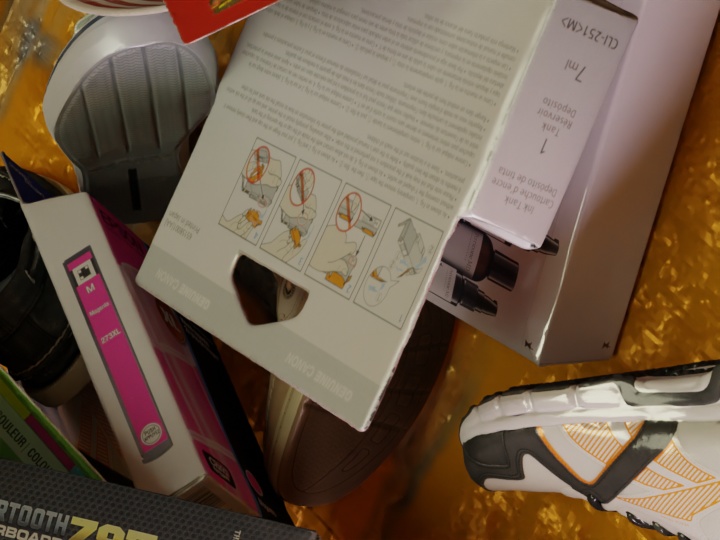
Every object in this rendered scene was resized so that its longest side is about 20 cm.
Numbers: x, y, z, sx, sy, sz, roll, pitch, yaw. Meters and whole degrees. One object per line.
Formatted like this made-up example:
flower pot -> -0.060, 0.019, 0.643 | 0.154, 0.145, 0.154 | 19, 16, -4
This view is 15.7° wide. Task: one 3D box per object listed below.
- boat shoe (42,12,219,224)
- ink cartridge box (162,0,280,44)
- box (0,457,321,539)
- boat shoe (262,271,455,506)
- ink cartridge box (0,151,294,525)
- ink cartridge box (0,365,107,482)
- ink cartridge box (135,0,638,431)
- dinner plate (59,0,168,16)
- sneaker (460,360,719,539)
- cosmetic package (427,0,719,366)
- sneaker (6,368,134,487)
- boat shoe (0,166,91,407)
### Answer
boat shoe -> -0.105, -0.082, 1.126 | 0.200, 0.073, 0.067 | 116, 145, -68
ink cartridge box -> -0.021, -0.167, 0.988 | 0.047, 0.160, 0.200 | 64, 179, -27
box -> -0.098, 0.142, 1.023 | 0.200, 0.158, 0.051 | 94, -170, -62
boat shoe -> 0.000, 0.000, 1.088 | 0.064, 0.071, 0.200 | 29, 102, 44
ink cartridge box -> -0.089, 0.034, 1.104 | 0.037, 0.095, 0.200 | -34, 55, 8
ink cartridge box -> -0.152, 0.092, 1.082 | 0.076, 0.148, 0.200 | -43, 54, -9
ink cartridge box -> 0.003, -0.042, 0.998 | 0.200, 0.044, 0.174 | 29, 98, 56
dinner plate -> -0.032, -0.153, 1.046 | 0.200, 0.200, 0.024 | 5, 130, 44
sneaker -> 0.117, 0.074, 0.962 | 0.200, 0.074, 0.080 | -9, 88, 44
cosmetic package -> 0.082, -0.071, 1.012 | 0.083, 0.051, 0.200 | 29, 112, 38
sneaker -> -0.095, 0.086, 1.177 | 0.080, 0.074, 0.200 | -46, 62, 33
boat shoe -> -0.171, -0.008, 1.203 | 0.075, 0.066, 0.199 | -46, 32, 11
